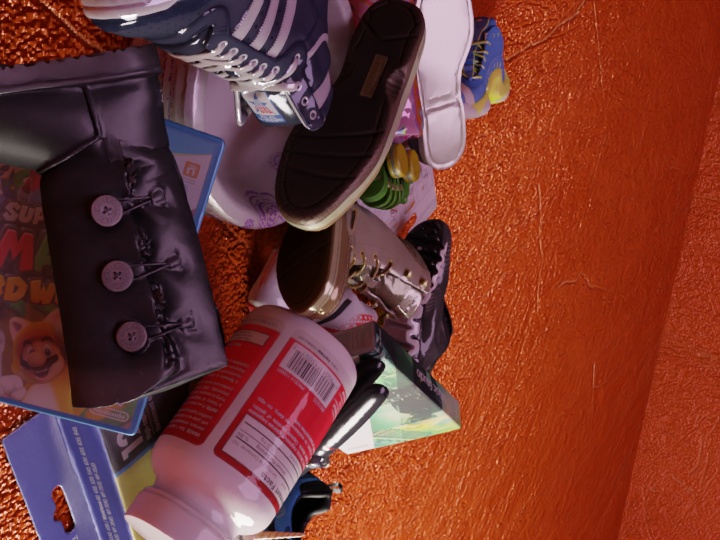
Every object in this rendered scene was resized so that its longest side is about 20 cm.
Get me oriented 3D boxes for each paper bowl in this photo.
[{"bbox_3d":[-0.094,-0.139,0.650,0.200,0.104,0.203,-34,132,-48],"label":"paper bowl"}]

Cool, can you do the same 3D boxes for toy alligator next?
[{"bbox_3d":[0.028,-0.084,0.823,0.200,0.059,0.055,0,84,-71],"label":"toy alligator"}]

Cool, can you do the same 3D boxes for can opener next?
[{"bbox_3d":[-0.034,0.148,0.824,0.078,0.200,0.064,12,54,-35],"label":"can opener"}]

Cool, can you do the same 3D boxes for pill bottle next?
[{"bbox_3d":[-0.096,0.136,0.699,0.201,0.111,0.113,-56,146,-29],"label":"pill bottle"}]

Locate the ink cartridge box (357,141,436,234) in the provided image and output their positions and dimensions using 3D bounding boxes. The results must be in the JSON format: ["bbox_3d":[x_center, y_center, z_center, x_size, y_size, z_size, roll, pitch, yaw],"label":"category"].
[{"bbox_3d":[0.021,-0.105,0.926,0.161,0.050,0.201,-50,147,-35],"label":"ink cartridge box"}]

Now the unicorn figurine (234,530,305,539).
[{"bbox_3d":[-0.159,0.282,0.743,0.074,0.200,0.138,46,39,-8],"label":"unicorn figurine"}]

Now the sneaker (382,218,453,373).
[{"bbox_3d":[0.068,0.043,0.963,0.090,0.066,0.202,11,94,-53],"label":"sneaker"}]

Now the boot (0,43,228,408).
[{"bbox_3d":[-0.176,-0.017,0.503,0.163,0.066,0.202,-12,104,-11],"label":"boot"}]

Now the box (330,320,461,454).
[{"bbox_3d":[-0.001,0.126,0.880,0.200,0.143,0.037,44,36,-47],"label":"box"}]

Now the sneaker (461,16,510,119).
[{"bbox_3d":[0.120,-0.237,1.007,0.200,0.075,0.106,-40,128,-60],"label":"sneaker"}]

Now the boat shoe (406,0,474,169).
[{"bbox_3d":[0.068,-0.203,0.859,0.072,0.062,0.202,-15,118,-22],"label":"boat shoe"}]

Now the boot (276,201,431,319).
[{"bbox_3d":[0.000,0.000,0.782,0.154,0.072,0.201,42,25,-28],"label":"boot"}]

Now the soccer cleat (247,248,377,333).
[{"bbox_3d":[-0.037,0.024,0.872,0.199,0.068,0.086,9,101,-56],"label":"soccer cleat"}]

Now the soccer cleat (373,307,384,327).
[{"bbox_3d":[0.022,0.081,1.001,0.201,0.064,0.084,-64,149,-14],"label":"soccer cleat"}]

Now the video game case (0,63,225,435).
[{"bbox_3d":[-0.182,-0.009,0.544,0.018,0.142,0.202,-138,-114,-77],"label":"video game case"}]

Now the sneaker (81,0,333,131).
[{"bbox_3d":[-0.075,-0.127,0.505,0.200,0.069,0.110,-36,130,-54],"label":"sneaker"}]

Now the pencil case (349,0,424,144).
[{"bbox_3d":[0.013,-0.214,0.778,0.087,0.087,0.202,-12,101,-57],"label":"pencil case"}]

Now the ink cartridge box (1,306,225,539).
[{"bbox_3d":[-0.179,0.156,0.721,0.200,0.047,0.199,-45,141,-44],"label":"ink cartridge box"}]

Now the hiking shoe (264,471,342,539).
[{"bbox_3d":[-0.105,0.274,0.862,0.201,0.086,0.075,-54,146,-29],"label":"hiking shoe"}]

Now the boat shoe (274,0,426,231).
[{"bbox_3d":[0.001,-0.109,0.666,0.201,0.071,0.076,-61,165,-18],"label":"boat shoe"}]
